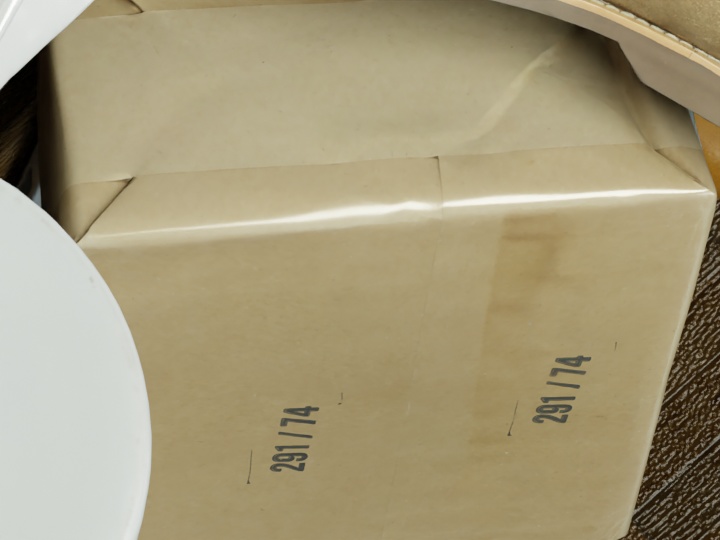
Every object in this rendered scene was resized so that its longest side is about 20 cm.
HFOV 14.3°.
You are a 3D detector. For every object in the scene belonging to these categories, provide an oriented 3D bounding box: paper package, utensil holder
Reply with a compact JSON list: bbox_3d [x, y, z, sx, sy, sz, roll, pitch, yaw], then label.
[{"bbox_3d":[0.000,0.000,0.856,0.189,0.104,0.201,-5,145,-5],"label":"paper package"},{"bbox_3d":[-0.146,0.072,0.763,0.170,0.170,0.200,-40,173,-22],"label":"utensil holder"}]

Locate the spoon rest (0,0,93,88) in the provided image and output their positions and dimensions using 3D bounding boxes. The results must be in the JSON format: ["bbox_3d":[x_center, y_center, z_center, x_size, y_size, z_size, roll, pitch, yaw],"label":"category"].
[{"bbox_3d":[-0.101,-0.050,0.664,0.200,0.061,0.099,-39,174,-26],"label":"spoon rest"}]

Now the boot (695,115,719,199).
[{"bbox_3d":[0.033,-0.050,0.955,0.144,0.201,0.071,-47,-165,-2],"label":"boot"}]

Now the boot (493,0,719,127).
[{"bbox_3d":[0.053,-0.105,0.731,0.074,0.199,0.076,-72,-173,-54],"label":"boot"}]

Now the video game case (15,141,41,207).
[{"bbox_3d":[-0.061,-0.017,1.053,0.142,0.018,0.200,0,159,-19],"label":"video game case"}]
